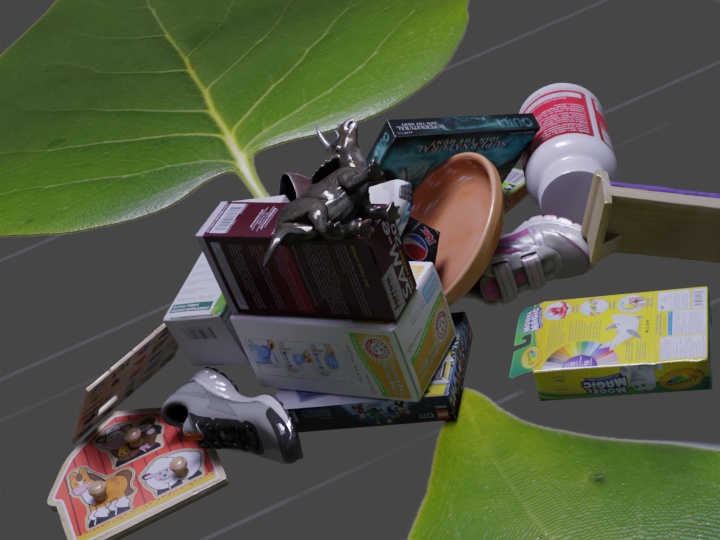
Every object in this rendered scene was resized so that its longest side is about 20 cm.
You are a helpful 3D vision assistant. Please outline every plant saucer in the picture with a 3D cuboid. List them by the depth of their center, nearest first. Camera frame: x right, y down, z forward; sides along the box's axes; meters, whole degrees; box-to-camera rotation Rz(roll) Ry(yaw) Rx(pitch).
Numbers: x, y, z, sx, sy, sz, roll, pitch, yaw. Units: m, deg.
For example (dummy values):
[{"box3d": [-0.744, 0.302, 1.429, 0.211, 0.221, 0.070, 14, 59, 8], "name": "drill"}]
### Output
[{"box3d": [0.095, -0.035, 1.463, 0.200, 0.037, 0.200, -41, 34, 36], "name": "plant saucer"}]

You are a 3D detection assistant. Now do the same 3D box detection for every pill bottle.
[{"box3d": [0.252, -0.136, 1.596, 0.112, 0.112, 0.200, -13, 33, 11], "name": "pill bottle"}]

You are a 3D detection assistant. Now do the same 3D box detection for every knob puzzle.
[{"box3d": [-0.253, 0.206, 1.436, 0.220, 0.030, 0.220, -14, 33, 9], "name": "knob puzzle"}]

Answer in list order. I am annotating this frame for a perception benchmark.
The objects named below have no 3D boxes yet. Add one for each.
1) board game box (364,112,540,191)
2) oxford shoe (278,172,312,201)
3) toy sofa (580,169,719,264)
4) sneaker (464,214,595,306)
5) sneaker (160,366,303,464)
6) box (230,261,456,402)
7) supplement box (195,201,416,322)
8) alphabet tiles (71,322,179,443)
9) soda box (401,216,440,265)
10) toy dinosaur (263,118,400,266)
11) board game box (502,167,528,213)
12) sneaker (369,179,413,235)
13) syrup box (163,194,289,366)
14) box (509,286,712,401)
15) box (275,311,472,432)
[{"box3d": [0.098, -0.129, 1.543, 0.200, 0.135, 0.028, -6, 58, -28], "name": "board game box"}, {"box3d": [-0.087, -0.026, 1.600, 0.071, 0.073, 0.200, -24, 50, 42], "name": "oxford shoe"}, {"box3d": [0.342, -0.057, 1.403, 0.200, 0.083, 0.098, 6, 37, 0], "name": "toy sofa"}, {"box3d": [0.172, -0.001, 1.481, 0.200, 0.081, 0.088, -9, 38, 27], "name": "sneaker"}, {"box3d": [-0.134, 0.166, 1.385, 0.079, 0.074, 0.200, -32, 31, -33], "name": "sneaker"}, {"box3d": [-0.016, 0.059, 1.389, 0.200, 0.101, 0.113, 3, 41, 31], "name": "box"}, {"box3d": [-0.054, -0.010, 1.317, 0.200, 0.109, 0.061, 3, 41, 29], "name": "supplement box"}, {"box3d": [-0.246, 0.104, 1.491, 0.008, 0.167, 0.200, 43, 59, 7], "name": "alphabet tiles"}, {"box3d": [0.000, 0.000, 1.479, 0.200, 0.071, 0.063, -26, 46, 50], "name": "soda box"}, {"box3d": [-0.032, -0.054, 1.225, 0.102, 0.077, 0.200, 0, 45, 46], "name": "toy dinosaur"}, {"box3d": [0.124, -0.113, 1.707, 0.096, 0.030, 0.200, -39, 40, -28], "name": "board game box"}, {"box3d": [-0.026, -0.052, 1.400, 0.200, 0.087, 0.075, -28, 43, 45], "name": "sneaker"}, {"box3d": [-0.135, 0.009, 1.478, 0.079, 0.081, 0.200, -5, 42, 29], "name": "syrup box"}, {"box3d": [0.257, 0.077, 1.345, 0.200, 0.048, 0.117, -4, 36, 18], "name": "box"}, {"box3d": [0.014, 0.111, 1.427, 0.200, 0.038, 0.137, -7, 35, 19], "name": "box"}]
